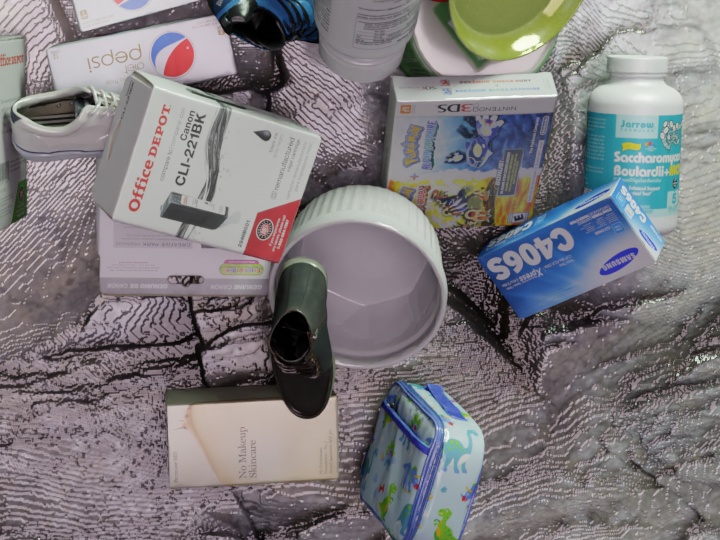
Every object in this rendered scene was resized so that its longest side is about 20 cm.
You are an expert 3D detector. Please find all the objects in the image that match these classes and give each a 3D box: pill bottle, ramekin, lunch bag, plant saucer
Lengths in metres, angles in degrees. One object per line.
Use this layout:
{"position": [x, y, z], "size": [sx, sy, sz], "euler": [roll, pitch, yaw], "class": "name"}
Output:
{"position": [0.009, -0.292, 1.540], "size": [0.112, 0.201, 0.115], "euler": [3, 60, -5], "class": "pill bottle"}
{"position": [0.129, -0.287, 1.672], "size": [0.197, 0.098, 0.203], "euler": [-2, 100, -8], "class": "ramekin"}
{"position": [0.069, 0.219, 1.707], "size": [0.082, 0.200, 0.163], "euler": [15, 100, -18], "class": "lunch bag"}
{"position": [0.165, -0.318, 1.565], "size": [0.198, 0.031, 0.202], "euler": [-21, 132, -25], "class": "plant saucer"}
{"position": [0.314, -0.145, 1.721], "size": [0.109, 0.111, 0.203], "euler": [-1, 101, -8], "class": "pill bottle"}
{"position": [0.000, 0.000, 1.674], "size": [0.197, 0.106, 0.202], "euler": [3, 124, 4], "class": "ramekin"}

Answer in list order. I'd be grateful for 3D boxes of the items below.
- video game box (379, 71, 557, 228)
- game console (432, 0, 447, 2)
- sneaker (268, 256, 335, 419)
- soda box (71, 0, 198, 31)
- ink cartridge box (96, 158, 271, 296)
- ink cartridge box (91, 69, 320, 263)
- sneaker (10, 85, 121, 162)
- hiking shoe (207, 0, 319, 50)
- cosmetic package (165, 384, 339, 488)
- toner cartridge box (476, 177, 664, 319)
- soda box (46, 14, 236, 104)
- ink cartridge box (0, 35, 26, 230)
{"position": [0.116, -0.131, 1.674], "size": [0.180, 0.047, 0.201], "euler": [-1, 137, -6], "class": "video game box"}
{"position": [0.089, -0.394, 1.616], "size": [0.177, 0.200, 0.031], "euler": [-44, 147, -4], "class": "game console"}
{"position": [-0.071, 0.097, 1.616], "size": [0.074, 0.107, 0.202], "euler": [1, 122, 7], "class": "sneaker"}
{"position": [-0.219, -0.319, 1.633], "size": [0.198, 0.064, 0.069], "euler": [-16, 102, -6], "class": "soda box"}
{"position": [-0.196, -0.065, 1.674], "size": [0.197, 0.084, 0.178], "euler": [1, 101, -8], "class": "ink cartridge box"}
{"position": [-0.161, -0.107, 1.557], "size": [0.198, 0.084, 0.146], "euler": [15, 100, -28], "class": "ink cartridge box"}
{"position": [-0.271, -0.159, 1.572], "size": [0.197, 0.071, 0.074], "euler": [-11, 62, -7], "class": "sneaker"}
{"position": [-0.092, -0.267, 1.615], "size": [0.199, 0.088, 0.074], "euler": [10, 144, -45], "class": "hiking shoe"}
{"position": [-0.127, 0.191, 1.738], "size": [0.197, 0.073, 0.105], "euler": [-3, 100, -9], "class": "cosmetic package"}
{"position": [0.237, -0.022, 1.706], "size": [0.199, 0.043, 0.095], "euler": [-27, 108, 40], "class": "toner cartridge box"}
{"position": [-0.238, -0.231, 1.639], "size": [0.197, 0.064, 0.069], "euler": [-12, 102, -5], "class": "soda box"}
{"position": [-0.411, -0.148, 1.592], "size": [0.083, 0.146, 0.203], "euler": [1, 100, 1], "class": "ink cartridge box"}
